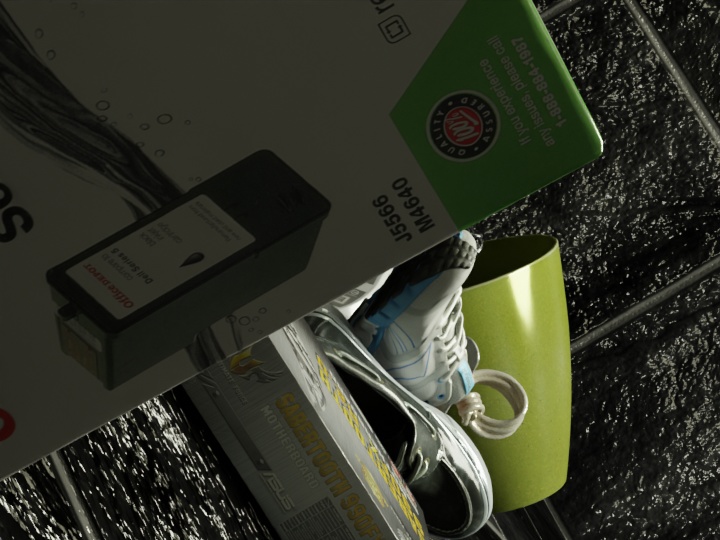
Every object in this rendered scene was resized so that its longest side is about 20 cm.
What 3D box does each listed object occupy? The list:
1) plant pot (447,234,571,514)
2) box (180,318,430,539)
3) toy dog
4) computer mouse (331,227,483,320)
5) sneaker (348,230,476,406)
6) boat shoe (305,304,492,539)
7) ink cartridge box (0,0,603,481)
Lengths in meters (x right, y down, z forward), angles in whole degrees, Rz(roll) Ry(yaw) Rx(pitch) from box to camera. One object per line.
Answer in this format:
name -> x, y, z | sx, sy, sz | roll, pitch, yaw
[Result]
plant pot -> 0.101, 0.094, 1.866 | 0.187, 0.186, 0.201 | -98, 172, -80
box -> -0.029, 0.079, 1.080 | 0.201, 0.048, 0.158 | 58, 4, -15
toy dog -> 0.033, 0.054, 1.621 | 0.200, 0.132, 0.096 | 51, -20, 14
computer mouse -> 0.000, 0.000, 1.530 | 0.200, 0.109, 0.044 | -39, 143, -50
sneaker -> 0.042, 0.038, 1.372 | 0.086, 0.075, 0.200 | 35, -31, -1
boat shoe -> 0.010, 0.105, 1.339 | 0.200, 0.072, 0.071 | 46, 18, -26
ink cartridge box -> -0.060, -0.052, 0.576 | 0.146, 0.199, 0.084 | 56, 8, -41
